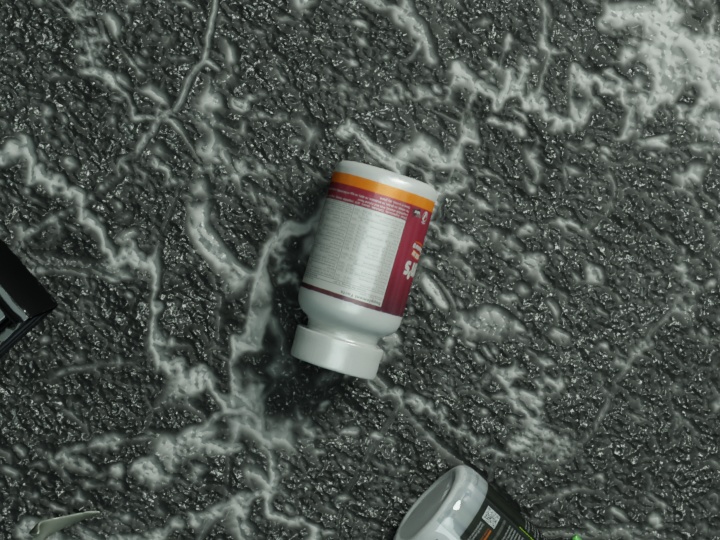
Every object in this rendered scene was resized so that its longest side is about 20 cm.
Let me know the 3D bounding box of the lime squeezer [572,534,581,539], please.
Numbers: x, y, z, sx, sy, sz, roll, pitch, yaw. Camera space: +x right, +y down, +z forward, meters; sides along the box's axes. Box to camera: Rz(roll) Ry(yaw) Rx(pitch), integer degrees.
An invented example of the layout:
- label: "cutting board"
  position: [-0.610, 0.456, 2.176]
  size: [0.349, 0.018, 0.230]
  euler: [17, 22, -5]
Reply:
- label: "lime squeezer"
  position: [0.265, 0.380, 1.446]
  size: [0.070, 0.038, 0.203]
  euler: [-2, 93, 26]

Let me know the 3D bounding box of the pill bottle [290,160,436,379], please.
- label: "pill bottle"
  position: [0.000, 0.000, 1.366]
  size: [0.108, 0.110, 0.203]
  euler: [16, 90, -6]

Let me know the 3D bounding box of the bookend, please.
- label: "bookend"
  position: [-0.400, 0.069, 1.286]
  size: [0.198, 0.200, 0.092]
  euler: [-42, 94, -4]

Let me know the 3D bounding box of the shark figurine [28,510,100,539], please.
- label: "shark figurine"
  position: [-0.323, 0.351, 1.376]
  size: [0.089, 0.128, 0.217]
  euler: [16, 71, -30]

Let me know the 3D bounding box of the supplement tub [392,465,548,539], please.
- label: "supplement tub"
  position: [0.138, 0.306, 1.382]
  size: [0.200, 0.123, 0.123]
  euler: [43, 88, -4]
